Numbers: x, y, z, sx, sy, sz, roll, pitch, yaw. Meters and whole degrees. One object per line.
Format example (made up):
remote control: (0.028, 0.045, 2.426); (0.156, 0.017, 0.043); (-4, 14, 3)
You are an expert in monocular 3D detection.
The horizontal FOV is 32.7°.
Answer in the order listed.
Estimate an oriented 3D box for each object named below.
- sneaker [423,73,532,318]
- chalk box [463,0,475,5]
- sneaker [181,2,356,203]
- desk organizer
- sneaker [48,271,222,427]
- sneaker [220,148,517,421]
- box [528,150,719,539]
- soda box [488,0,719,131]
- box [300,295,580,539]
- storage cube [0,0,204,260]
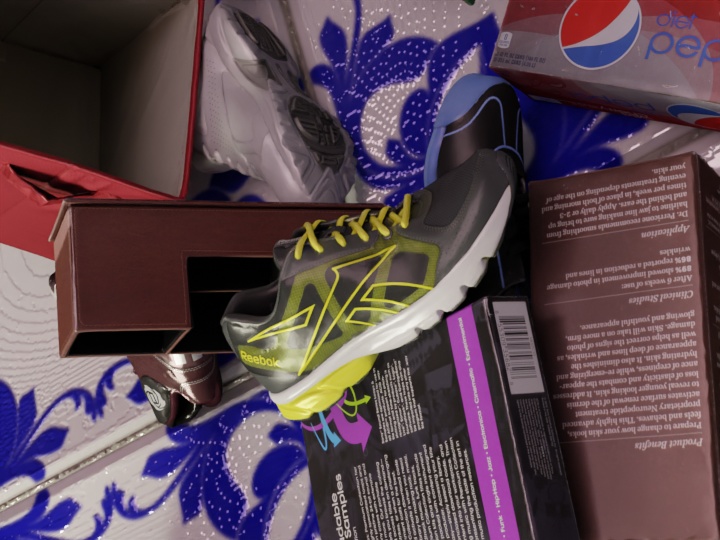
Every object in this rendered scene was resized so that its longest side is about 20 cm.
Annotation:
sneaker: (0.080, -0.016, 0.719); (0.078, 0.070, 0.202); (7, 90, 45)
chalk box: (0.053, -0.270, 0.779); (0.123, 0.125, 0.202); (-20, 68, 28)
sneaker: (-0.072, -0.091, 0.853); (0.099, 0.078, 0.201); (-48, 47, 22)
desk organizer: (-0.084, 0.006, 0.747); (0.072, 0.198, 0.078); (141, 125, -63)
sneaker: (-0.156, 0.052, 0.866); (0.200, 0.075, 0.116); (18, 127, 60)
sneaker: (0.000, 0.000, 0.664); (0.200, 0.085, 0.075); (-45, 14, 21)
box: (0.150, 0.048, 0.657); (0.099, 0.075, 0.202); (-8, 71, 32)
soda box: (0.177, -0.123, 0.690); (0.199, 0.063, 0.071); (17, 87, 35)
box: (0.035, 0.112, 0.684); (0.200, 0.036, 0.144); (-30, 66, 51)
storage cube: (-0.232, -0.124, 0.865); (0.179, 0.170, 0.202); (-21, 60, 49)
